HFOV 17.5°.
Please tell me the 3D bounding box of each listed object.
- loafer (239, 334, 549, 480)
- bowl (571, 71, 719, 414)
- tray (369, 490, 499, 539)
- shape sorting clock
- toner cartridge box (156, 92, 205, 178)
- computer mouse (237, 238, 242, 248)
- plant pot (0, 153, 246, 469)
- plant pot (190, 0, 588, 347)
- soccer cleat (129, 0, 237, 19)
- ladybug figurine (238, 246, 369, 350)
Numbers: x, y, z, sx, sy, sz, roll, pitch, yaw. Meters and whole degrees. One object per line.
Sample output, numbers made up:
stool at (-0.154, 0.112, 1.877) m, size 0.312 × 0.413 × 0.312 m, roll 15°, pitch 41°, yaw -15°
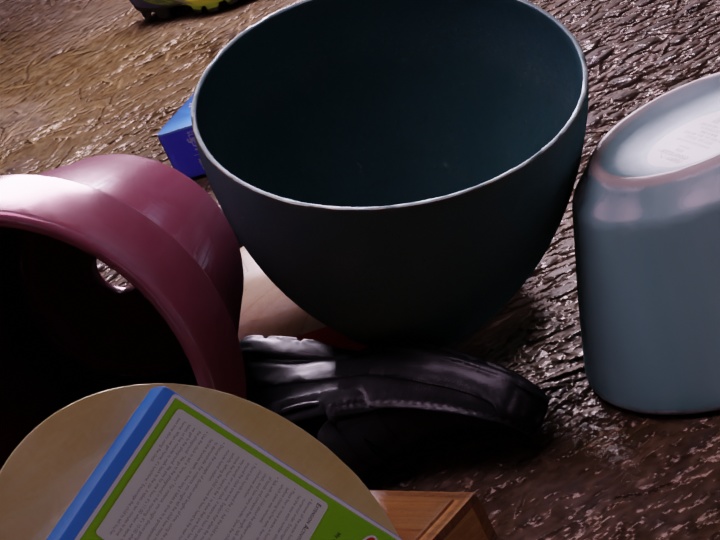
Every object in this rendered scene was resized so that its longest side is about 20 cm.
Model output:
loafer at (0.007, 0.075, 1.182) m, size 0.200 × 0.068 × 0.071 m, roll 1°, pitch 68°, yaw 40°
bowl at (0.184, -0.029, 1.144) m, size 0.200 × 0.106 × 0.201 m, roll -23°, pitch 20°, yaw 9°
tray at (-0.039, 0.144, 1.098) m, size 0.199 × 0.037 × 0.099 m, roll -3°, pitch 31°, yaw 46°
shape sorting clock at (-0.063, 0.135, 0.954) m, size 0.200 × 0.200 × 0.039 m, roll -48°, pitch -7°, yaw -44°
toner cartridge box at (-0.048, -0.129, 1.753) m, size 0.199 × 0.043 × 0.095 m, roll -15°, pitch 25°, yaw 29°
computer mouse at (-0.033, -0.027, 1.478) m, size 0.199 × 0.044 × 0.110 m, roll -23°, pitch -1°, yaw 22°
plant pot at (-0.141, 0.031, 1.169) m, size 0.199 × 0.201 × 0.179 m, roll -18°, pitch 17°, yaw 21°
plant pot at (0.021, -0.039, 1.199) m, size 0.198 × 0.135 × 0.201 m, roll -5°, pitch 39°, yaw 4°
soccer cleat at (-0.161, -0.292, 2.224) m, size 0.199 × 0.084 × 0.065 m, roll -5°, pitch 29°, yaw 45°
ladybug figurine at (0.000, 0.000, 1.342) m, size 0.199 × 0.072 × 0.136 m, roll -27°, pitch 21°, yaw -2°
